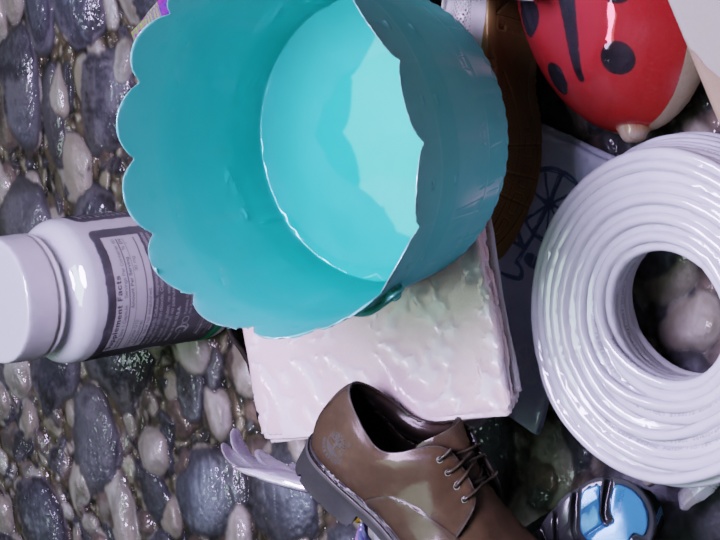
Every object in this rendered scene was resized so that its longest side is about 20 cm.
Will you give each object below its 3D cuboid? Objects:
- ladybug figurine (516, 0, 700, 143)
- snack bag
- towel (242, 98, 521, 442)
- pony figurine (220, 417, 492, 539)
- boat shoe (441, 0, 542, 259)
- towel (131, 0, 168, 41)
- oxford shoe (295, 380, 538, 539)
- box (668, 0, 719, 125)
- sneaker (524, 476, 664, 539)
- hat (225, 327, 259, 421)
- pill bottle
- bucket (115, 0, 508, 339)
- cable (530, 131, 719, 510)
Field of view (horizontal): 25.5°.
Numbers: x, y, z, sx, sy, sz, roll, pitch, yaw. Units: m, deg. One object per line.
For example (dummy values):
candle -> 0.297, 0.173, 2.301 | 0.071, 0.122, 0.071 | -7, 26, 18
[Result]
ladybug figurine -> 0.142, -0.176, 0.940 | 0.135, 0.071, 0.203 | -18, 80, 46
snack bag -> 0.083, -0.011, 1.074 | 0.188, 0.021, 0.202 | 28, 115, 42
towel -> 0.000, 0.000, 0.988 | 0.189, 0.032, 0.203 | -9, 92, 32
pony figurine -> 0.026, 0.153, 1.087 | 0.192, 0.166, 0.202 | 7, 117, 39
boat shoe -> 0.072, -0.103, 1.015 | 0.069, 0.070, 0.203 | -1, 78, 47
towel -> -0.107, -0.177, 1.253 | 0.199, 0.023, 0.145 | -33, 73, 46
oxford shoe -> 0.053, 0.136, 0.924 | 0.199, 0.073, 0.085 | 33, 119, 17
box -> 0.232, -0.072, 0.808 | 0.077, 0.095, 0.202 | -28, 60, 23
sneaker -> 0.105, 0.198, 0.993 | 0.199, 0.082, 0.074 | -31, 72, 17
hat -> -0.056, 0.010, 1.162 | 0.080, 0.201, 0.203 | -15, 83, 3
pill bottle -> -0.201, 0.011, 1.254 | 0.112, 0.199, 0.115 | 9, 103, 46
bucket -> -0.023, -0.070, 0.894 | 0.205, 0.134, 0.210 | 4, 99, 30
cable -> 0.186, 0.024, 0.922 | 0.200, 0.069, 0.201 | -41, 70, 39
